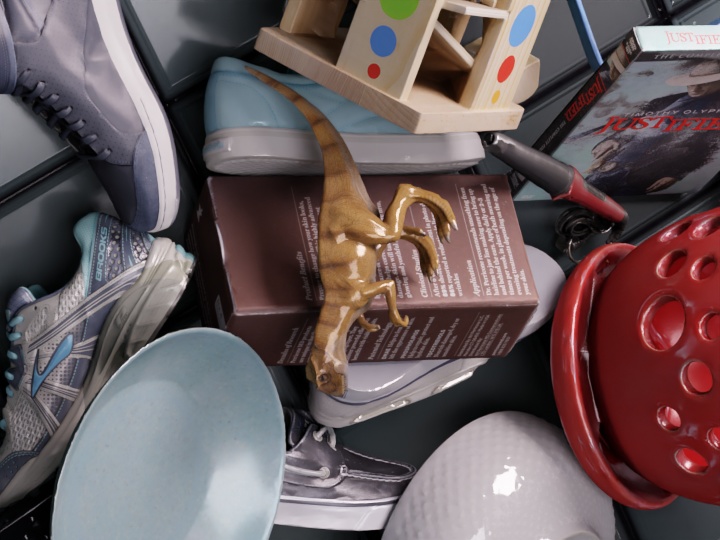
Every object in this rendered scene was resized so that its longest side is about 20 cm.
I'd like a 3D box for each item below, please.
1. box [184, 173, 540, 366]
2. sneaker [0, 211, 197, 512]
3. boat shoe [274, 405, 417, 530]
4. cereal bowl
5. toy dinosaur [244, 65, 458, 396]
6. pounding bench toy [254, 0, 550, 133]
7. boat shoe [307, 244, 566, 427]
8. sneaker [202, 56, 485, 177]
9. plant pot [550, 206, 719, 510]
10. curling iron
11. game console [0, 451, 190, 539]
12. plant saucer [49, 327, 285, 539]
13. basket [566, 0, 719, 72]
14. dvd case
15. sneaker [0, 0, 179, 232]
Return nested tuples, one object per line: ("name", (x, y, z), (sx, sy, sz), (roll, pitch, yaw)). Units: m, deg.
("box", (0.000, 0.000, 1.562), (0.199, 0.100, 0.075), (0, 148, -20))
("sneaker", (-0.184, 0.053, 1.538), (0.086, 0.078, 0.200), (34, 95, -2))
("boat shoe", (-0.043, 0.121, 1.615), (0.199, 0.072, 0.068), (7, 103, -19))
("cereal bowl", (0.101, 0.198, 1.652), (0.200, 0.083, 0.201), (-25, 126, -40))
("toy dinosaur", (-0.003, -0.029, 1.481), (0.106, 0.060, 0.201), (-1, 80, -18))
("pounding bench toy", (0.062, -0.181, 1.526), (0.200, 0.124, 0.156), (-7, 122, -57))
("boat shoe", (0.047, 0.046, 1.635), (0.200, 0.071, 0.070), (-29, 158, -33))
("sneaker", (-0.007, -0.100, 1.567), (0.200, 0.074, 0.082), (2, 81, -37))
("plant pot", (0.231, 0.056, 1.627), (0.200, 0.182, 0.201), (20, 66, -53))
("curling iron", (0.123, -0.048, 1.610), (0.050, 0.026, 0.200), (-45, 151, 6))
("game console", (-0.155, 0.233, 1.531), (0.176, 0.116, 0.200), (-34, 136, -3))
("plant saucer", (-0.122, 0.128, 1.491), (0.201, 0.039, 0.202), (-20, 116, -48))
("basket", (0.185, -0.238, 1.575), (0.176, 0.139, 0.200), (-30, 106, -14))
("dvd case", (0.194, -0.099, 1.604), (0.146, 0.200, 0.022), (-3, 65, -24))
("sneaker", (-0.196, -0.097, 1.467), (0.146, 0.077, 0.203), (-26, 103, -28))
